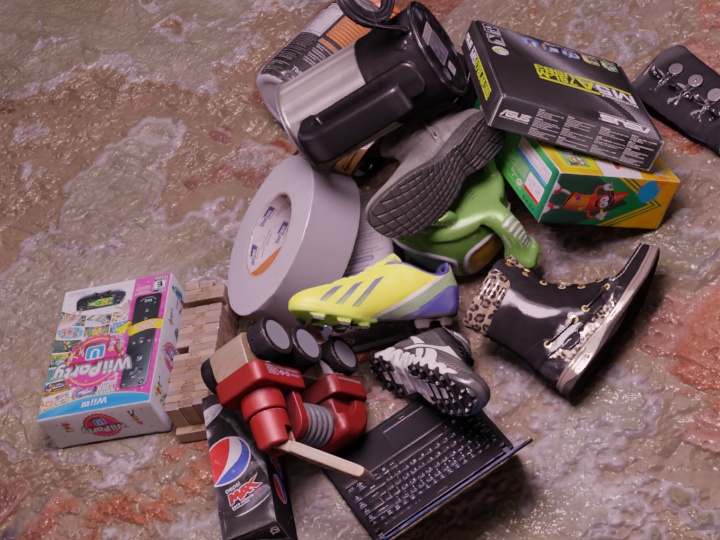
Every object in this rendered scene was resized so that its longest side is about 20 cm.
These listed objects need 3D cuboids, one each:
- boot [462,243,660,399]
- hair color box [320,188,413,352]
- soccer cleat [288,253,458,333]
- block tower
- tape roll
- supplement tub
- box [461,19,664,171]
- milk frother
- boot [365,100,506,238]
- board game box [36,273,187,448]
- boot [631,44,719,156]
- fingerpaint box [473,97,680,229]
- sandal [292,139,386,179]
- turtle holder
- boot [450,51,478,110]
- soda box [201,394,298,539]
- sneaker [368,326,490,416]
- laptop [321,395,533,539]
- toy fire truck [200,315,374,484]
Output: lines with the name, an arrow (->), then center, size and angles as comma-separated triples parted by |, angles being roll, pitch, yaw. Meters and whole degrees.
boot -> 0.219, 0.026, 1.539 | 0.151, 0.073, 0.200 | 29, 71, 21
hair color box -> 0.000, 0.000, 1.688 | 0.099, 0.061, 0.200 | -15, 45, 10
soccer cleat -> 0.014, 0.024, 1.550 | 0.200, 0.065, 0.084 | 0, 82, -24
block tower -> -0.184, 0.102, 1.677 | 0.054, 0.058, 0.200 | -11, 47, 15
tape roll -> -0.080, -0.031, 1.670 | 0.200, 0.066, 0.200 | -44, 33, 40
supplement tub -> -0.034, -0.281, 1.918 | 0.123, 0.123, 0.200 | 27, 63, 39
box -> 0.223, -0.200, 1.612 | 0.200, 0.048, 0.193 | 15, 29, -15
milk frother -> -0.017, -0.234, 1.566 | 0.188, 0.200, 0.181 | -28, 4, 22
boot -> 0.059, -0.119, 1.595 | 0.200, 0.068, 0.131 | -42, 35, -17
board game box -> -0.292, 0.106, 1.715 | 0.147, 0.064, 0.200 | -11, 47, 15
boot -> 0.441, -0.213, 1.697 | 0.165, 0.066, 0.200 | -33, 41, -11
fingerpaint box -> 0.241, -0.134, 1.642 | 0.167, 0.073, 0.200 | 2, 37, -28
sandal -> 0.006, -0.145, 1.823 | 0.200, 0.082, 0.055 | -7, 69, 8
turtle holder -> 0.120, -0.063, 1.643 | 0.185, 0.132, 0.141 | -3, 48, 20
boot -> 0.099, -0.226, 1.753 | 0.162, 0.198, 0.073 | 15, 95, 62
soda box -> -0.119, 0.217, 1.531 | 0.063, 0.071, 0.200 | -23, 44, 7
sneaker -> 0.090, 0.099, 1.520 | 0.090, 0.066, 0.200 | -36, 20, -20
laptop -> 0.062, 0.187, 1.457 | 0.177, 0.103, 0.200 | -33, 45, -8
toy fire truck -> -0.049, 0.157, 1.483 | 0.129, 0.176, 0.200 | -35, 58, 25
